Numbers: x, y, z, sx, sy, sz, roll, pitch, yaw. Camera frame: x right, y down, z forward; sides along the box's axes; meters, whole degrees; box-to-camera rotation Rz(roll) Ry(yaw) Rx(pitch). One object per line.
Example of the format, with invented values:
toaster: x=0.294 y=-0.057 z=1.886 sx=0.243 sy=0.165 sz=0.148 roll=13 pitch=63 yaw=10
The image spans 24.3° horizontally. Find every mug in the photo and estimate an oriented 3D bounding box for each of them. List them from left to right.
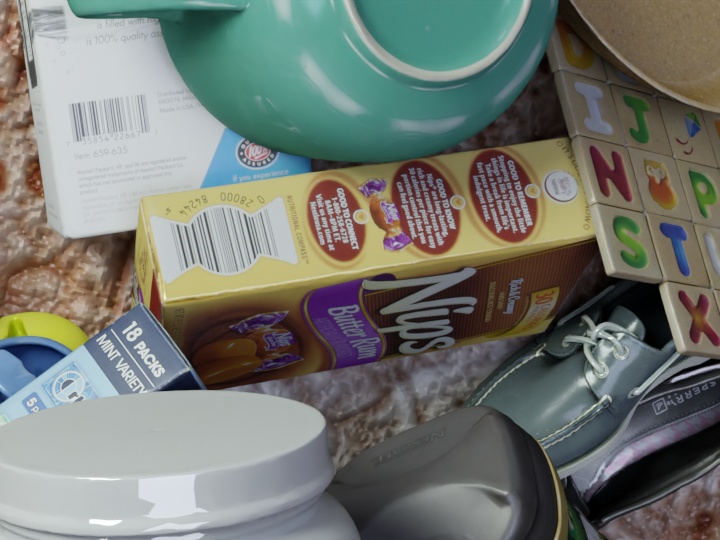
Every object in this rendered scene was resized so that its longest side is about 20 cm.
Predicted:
mug: x=-0.006 y=-0.111 z=0.682 sx=0.185 sy=0.114 sz=0.152 roll=-39 pitch=111 yaw=-18

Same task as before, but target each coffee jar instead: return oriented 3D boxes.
coffee jar: x=0.068 y=0.145 z=0.769 sx=0.104 sy=0.085 sz=0.200 roll=-26 pitch=135 yaw=16

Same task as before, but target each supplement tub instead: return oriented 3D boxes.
supplement tub: x=-0.068 y=0.154 z=0.606 sx=0.144 sy=0.145 sz=0.200 roll=-5 pitch=100 yaw=-14

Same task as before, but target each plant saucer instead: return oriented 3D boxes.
plant saucer: x=0.139 y=-0.162 z=0.788 sx=0.200 sy=0.035 sz=0.201 roll=13 pitch=66 yaw=-32

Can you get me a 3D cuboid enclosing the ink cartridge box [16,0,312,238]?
ink cartridge box: x=-0.094 y=-0.123 z=0.749 sx=0.116 sy=0.067 sz=0.200 roll=-9 pitch=99 yaw=-15

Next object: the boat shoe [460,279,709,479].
boat shoe: x=0.121 y=0.033 z=0.814 sx=0.200 sy=0.073 sz=0.062 roll=-32 pitch=141 yaw=-16

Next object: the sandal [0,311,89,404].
sandal: x=-0.209 y=0.075 z=0.733 sx=0.200 sy=0.087 sz=0.080 roll=-24 pitch=103 yaw=-9

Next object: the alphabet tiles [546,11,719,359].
alphabet tiles: x=0.156 y=-0.050 z=0.783 sx=0.166 sy=0.006 sz=0.200 roll=8 pitch=60 yaw=-39

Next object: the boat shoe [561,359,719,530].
boat shoe: x=0.127 y=0.090 z=0.838 sx=0.200 sy=0.057 sz=0.067 roll=-28 pitch=104 yaw=-10

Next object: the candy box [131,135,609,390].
candy box: x=0.000 y=0.000 z=0.759 sx=0.200 sy=0.117 sz=0.057 roll=-11 pitch=68 yaw=-13

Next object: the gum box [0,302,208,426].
gum box: x=-0.140 y=0.124 z=0.724 sx=0.200 sy=0.170 sz=0.045 roll=-37 pitch=60 yaw=-9
